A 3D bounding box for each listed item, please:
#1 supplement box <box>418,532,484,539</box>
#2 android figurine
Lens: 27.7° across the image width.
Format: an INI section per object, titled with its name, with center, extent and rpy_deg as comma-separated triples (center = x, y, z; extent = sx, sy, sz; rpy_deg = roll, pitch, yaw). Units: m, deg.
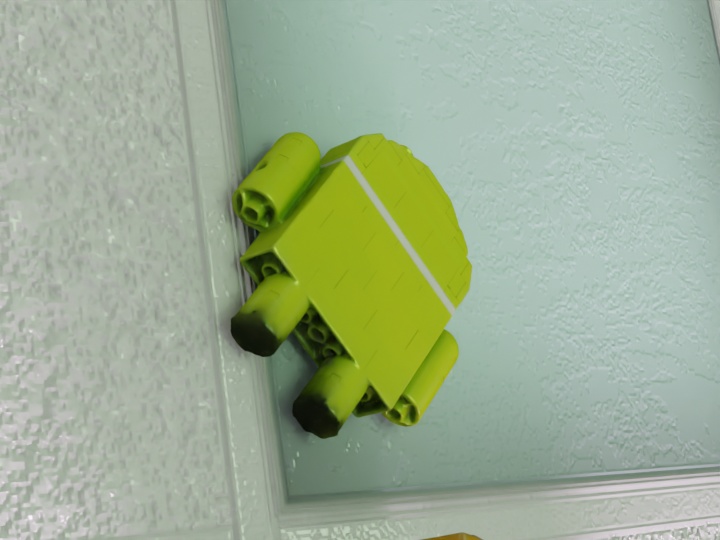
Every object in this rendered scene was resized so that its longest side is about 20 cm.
[supplement box]
center = 0.031, 0.250, 0.760
extent = 0.085, 0.110, 0.202
rpy_deg = 29, 57, -38
[android figurine]
center = 0.000, 0.000, 0.871
extent = 0.182, 0.041, 0.200
rpy_deg = 53, 45, -20
